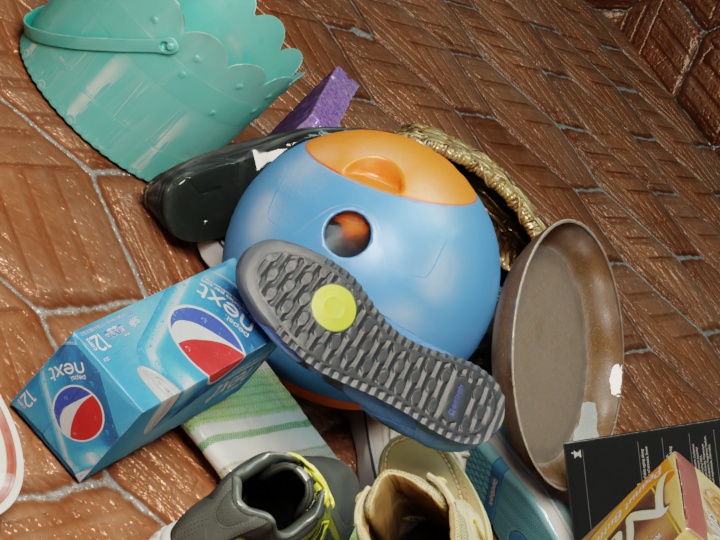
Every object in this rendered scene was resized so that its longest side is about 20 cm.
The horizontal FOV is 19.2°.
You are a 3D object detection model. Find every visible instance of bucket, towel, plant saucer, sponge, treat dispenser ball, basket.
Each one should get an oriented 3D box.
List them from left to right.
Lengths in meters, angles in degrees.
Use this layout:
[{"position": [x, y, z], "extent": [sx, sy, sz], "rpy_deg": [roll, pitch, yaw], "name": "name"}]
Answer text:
[{"position": [-0.159, -0.173, 1.667], "extent": [0.207, 0.135, 0.207], "rpy_deg": [41, 16, -15], "name": "bucket"}, {"position": [-0.076, 0.110, 1.398], "extent": [0.200, 0.031, 0.149], "rpy_deg": [53, 21, 17], "name": "towel"}, {"position": [-0.058, -0.107, 1.791], "extent": [0.030, 0.112, 0.200], "rpy_deg": [45, 17, -8], "name": "sponge"}, {"position": [0.000, 0.000, 1.521], "extent": [0.201, 0.201, 0.201], "rpy_deg": [40, 17, -15], "name": "treat dispenser ball"}, {"position": [0.077, -0.025, 1.862], "extent": [0.200, 0.143, 0.149], "rpy_deg": [43, 16, -4], "name": "basket"}, {"position": [0.144, 0.062, 1.574], "extent": [0.200, 0.032, 0.201], "rpy_deg": [-2, 92, -60], "name": "plant saucer"}]

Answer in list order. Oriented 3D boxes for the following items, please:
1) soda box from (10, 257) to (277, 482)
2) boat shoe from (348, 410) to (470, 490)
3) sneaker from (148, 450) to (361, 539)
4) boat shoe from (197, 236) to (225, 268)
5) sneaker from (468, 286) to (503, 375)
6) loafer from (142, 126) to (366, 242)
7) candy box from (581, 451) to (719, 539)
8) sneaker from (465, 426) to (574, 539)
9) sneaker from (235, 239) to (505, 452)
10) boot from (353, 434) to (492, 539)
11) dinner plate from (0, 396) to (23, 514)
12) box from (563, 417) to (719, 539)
[{"position": [-0.120, 0.056, 1.282], "extent": [0.064, 0.068, 0.200], "rpy_deg": [47, 26, 7], "name": "soda box"}, {"position": [0.044, 0.138, 1.526], "extent": [0.071, 0.070, 0.200], "rpy_deg": [37, 18, -24], "name": "boat shoe"}, {"position": [-0.042, 0.144, 1.250], "extent": [0.075, 0.085, 0.200], "rpy_deg": [49, 27, 10], "name": "sneaker"}, {"position": [-0.058, -0.021, 1.662], "extent": [0.072, 0.068, 0.200], "rpy_deg": [50, 18, 16], "name": "boat shoe"}, {"position": [0.066, 0.048, 1.674], "extent": [0.199, 0.076, 0.079], "rpy_deg": [6, 28, -1], "name": "sneaker"}, {"position": [-0.071, -0.075, 1.618], "extent": [0.199, 0.073, 0.072], "rpy_deg": [-11, 21, -28], "name": "loafer"}, {"position": [0.156, 0.220, 1.370], "extent": [0.055, 0.200, 0.115], "rpy_deg": [41, 18, -10], "name": "candy box"}, {"position": [0.155, 0.154, 1.645], "extent": [0.130, 0.080, 0.200], "rpy_deg": [-16, 55, -27], "name": "sneaker"}, {"position": [-0.003, 0.054, 1.347], "extent": [0.200, 0.066, 0.078], "rpy_deg": [34, -21, -14], "name": "sneaker"}, {"position": [0.037, 0.157, 1.331], "extent": [0.156, 0.073, 0.200], "rpy_deg": [67, 11, -51], "name": "boot"}, {"position": [-0.256, 0.057, 1.090], "extent": [0.200, 0.024, 0.200], "rpy_deg": [40, 18, -16], "name": "dinner plate"}, {"position": [0.233, 0.214, 1.526], "extent": [0.079, 0.141, 0.201], "rpy_deg": [15, 67, -60], "name": "box"}]
